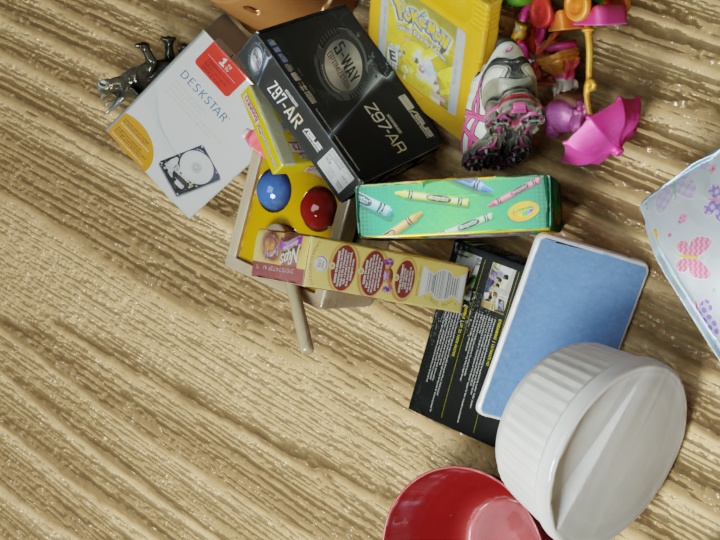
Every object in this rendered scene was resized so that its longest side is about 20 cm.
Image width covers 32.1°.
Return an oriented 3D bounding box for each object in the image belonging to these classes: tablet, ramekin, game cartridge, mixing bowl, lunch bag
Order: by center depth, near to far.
[{"bbox_3d":[0.375,-0.025,1.151,0.169,0.127,0.200,-37,79,32],"label":"lunch bag"},{"bbox_3d":[0.219,0.162,1.224,0.094,0.202,0.203,31,108,43],"label":"ramekin"},{"bbox_3d":[0.207,0.069,1.285,0.014,0.130,0.201,-123,50,-71],"label":"tablet"},{"bbox_3d":[0.133,0.302,1.334,0.199,0.108,0.201,-1,89,36],"label":"mixing bowl"},{"bbox_3d":[0.074,-0.259,1.355,0.176,0.032,0.200,41,150,29],"label":"game cartridge"}]

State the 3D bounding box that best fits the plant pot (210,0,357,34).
[{"bbox_3d":[-0.110,-0.374,1.487,0.199,0.140,0.201,0,90,35],"label":"plant pot"}]

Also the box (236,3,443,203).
[{"bbox_3d":[-0.019,-0.187,1.375,0.200,0.160,0.044,56,133,6],"label":"box"}]

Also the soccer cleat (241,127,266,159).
[{"bbox_3d":[-0.064,-0.190,1.450,0.076,0.200,0.067,38,136,-4],"label":"soccer cleat"}]

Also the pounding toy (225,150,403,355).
[{"bbox_3d":[-0.062,-0.030,1.452,0.184,0.142,0.201,23,103,34],"label":"pounding toy"}]

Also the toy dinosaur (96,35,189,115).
[{"bbox_3d":[-0.245,-0.245,1.638,0.199,0.077,0.103,15,118,22],"label":"toy dinosaur"}]

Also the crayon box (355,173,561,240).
[{"bbox_3d":[0.105,-0.064,1.308,0.199,0.119,0.059,-2,89,14],"label":"crayon box"}]

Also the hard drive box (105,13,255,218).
[{"bbox_3d":[-0.189,-0.188,1.545,0.156,0.077,0.200,46,120,-8],"label":"hard drive box"}]

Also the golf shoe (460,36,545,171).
[{"bbox_3d":[0.146,-0.166,1.301,0.072,0.200,0.093,-4,73,-8],"label":"golf shoe"}]

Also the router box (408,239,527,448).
[{"bbox_3d":[0.147,0.083,1.357,0.149,0.051,0.201,22,103,32],"label":"router box"}]

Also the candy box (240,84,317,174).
[{"bbox_3d":[-0.034,-0.161,1.397,0.026,0.199,0.103,-36,70,44],"label":"candy box"}]

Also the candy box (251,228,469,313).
[{"bbox_3d":[0.000,0.000,1.320,0.117,0.199,0.057,10,91,57],"label":"candy box"}]

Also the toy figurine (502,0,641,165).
[{"bbox_3d":[0.214,-0.199,1.277,0.200,0.150,0.185,5,103,57],"label":"toy figurine"}]
